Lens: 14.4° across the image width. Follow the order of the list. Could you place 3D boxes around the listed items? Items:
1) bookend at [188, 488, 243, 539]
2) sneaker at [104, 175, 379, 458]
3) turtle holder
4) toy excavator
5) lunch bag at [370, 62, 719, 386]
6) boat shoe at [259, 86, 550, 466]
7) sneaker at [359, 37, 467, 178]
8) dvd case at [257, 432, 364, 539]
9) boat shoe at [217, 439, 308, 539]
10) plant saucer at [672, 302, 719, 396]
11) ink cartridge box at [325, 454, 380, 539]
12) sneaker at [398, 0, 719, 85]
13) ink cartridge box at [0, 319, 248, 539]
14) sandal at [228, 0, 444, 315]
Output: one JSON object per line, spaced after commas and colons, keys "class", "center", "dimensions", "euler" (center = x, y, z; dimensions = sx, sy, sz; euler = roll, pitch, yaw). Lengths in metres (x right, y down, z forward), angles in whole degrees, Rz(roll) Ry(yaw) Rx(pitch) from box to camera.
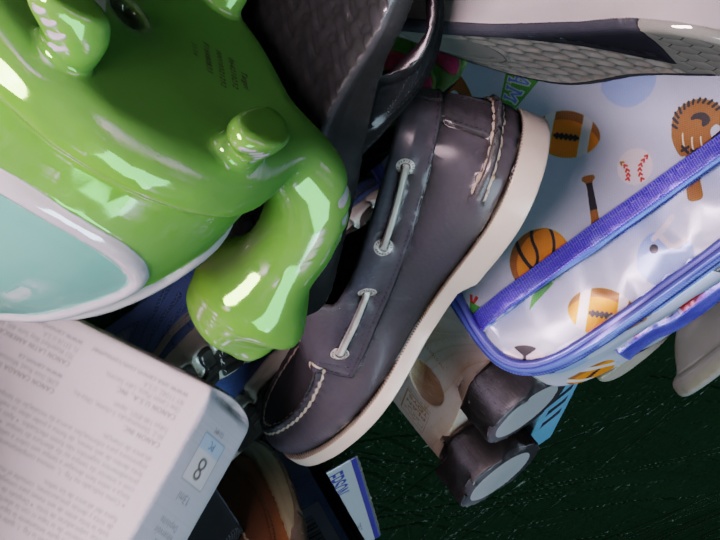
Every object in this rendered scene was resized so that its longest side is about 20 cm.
{"class": "bookend", "center": [-0.188, 0.108, 1.117], "dimensions": [0.200, 0.198, 0.092], "euler": [-49, 159, -11]}
{"class": "sneaker", "center": [-0.046, 0.007, 1.202], "dimensions": [0.200, 0.089, 0.079], "euler": [-33, 133, -39]}
{"class": "turtle holder", "center": [-0.092, -0.050, 0.932], "dimensions": [0.132, 0.141, 0.185], "euler": [-44, 148, 25]}
{"class": "toy excavator", "center": [0.096, 0.027, 1.390], "dimensions": [0.200, 0.100, 0.195], "euler": [-30, 159, -25]}
{"class": "lunch bag", "center": [0.112, -0.054, 1.136], "dimensions": [0.200, 0.161, 0.076], "euler": [-35, 159, 13]}
{"class": "boat shoe", "center": [0.000, 0.000, 1.093], "dimensions": [0.062, 0.073, 0.200], "euler": [21, 134, -17]}
{"class": "sneaker", "center": [-0.048, -0.042, 1.085], "dimensions": [0.199, 0.077, 0.084], "euler": [-22, 158, -8]}
{"class": "dvd case", "center": [-0.104, 0.136, 1.296], "dimensions": [0.199, 0.143, 0.018], "euler": [-30, 131, -3]}
{"class": "boat shoe", "center": [-0.077, 0.105, 1.223], "dimensions": [0.074, 0.200, 0.076], "euler": [-15, 112, -17]}
{"class": "plant saucer", "center": [0.222, -0.019, 1.443], "dimensions": [0.200, 0.050, 0.200], "euler": [-41, 177, -2]}
{"class": "ink cartridge box", "center": [-0.090, 0.148, 1.425], "dimensions": [0.200, 0.047, 0.198], "euler": [-32, 164, -6]}
{"class": "sneaker", "center": [0.079, -0.142, 0.979], "dimensions": [0.077, 0.147, 0.202], "euler": [15, 173, -38]}
{"class": "ink cartridge box", "center": [-0.156, 0.103, 1.042], "dimensions": [0.201, 0.160, 0.047], "euler": [-61, 154, -9]}
{"class": "sandal", "center": [-0.008, -0.072, 0.980], "dimensions": [0.048, 0.075, 0.201], "euler": [-15, 139, -34]}
